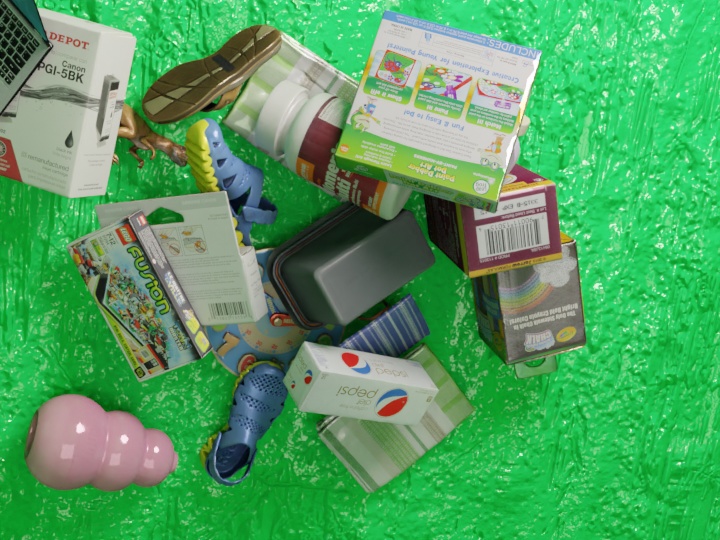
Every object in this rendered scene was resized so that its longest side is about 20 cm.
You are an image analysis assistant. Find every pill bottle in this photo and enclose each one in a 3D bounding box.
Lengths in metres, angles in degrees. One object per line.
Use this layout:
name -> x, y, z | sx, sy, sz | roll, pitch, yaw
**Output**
pill bottle -> -0.025, -0.153, 1.313 | 0.199, 0.110, 0.110 | 27, 99, 11

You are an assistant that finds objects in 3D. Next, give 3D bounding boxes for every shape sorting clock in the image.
shape sorting clock -> -0.116, 0.065, 1.447 | 0.198, 0.039, 0.202 | -3, 105, -11

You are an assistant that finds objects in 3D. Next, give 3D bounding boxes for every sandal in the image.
sandal -> -0.164, -0.112, 1.351 | 0.086, 0.080, 0.201 | -26, 134, -12
sandal -> -0.180, -0.238, 1.331 | 0.199, 0.080, 0.054 | -35, 144, -11
sandal -> -0.155, 0.218, 1.445 | 0.079, 0.087, 0.201 | 21, 106, -16

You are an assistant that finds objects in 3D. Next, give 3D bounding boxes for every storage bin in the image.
storage bin -> 0.000, 0.000, 1.378 | 0.199, 0.134, 0.146 | -33, 106, -16

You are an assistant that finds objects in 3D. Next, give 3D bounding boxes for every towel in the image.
towel -> 0.001, 0.113, 1.448 | 0.199, 0.145, 0.024 | -36, 64, -2
towel -> 0.050, 0.212, 1.515 | 0.199, 0.031, 0.150 | -38, 117, -1
towel -> -0.063, -0.200, 1.392 | 0.199, 0.031, 0.150 | 31, 96, -17

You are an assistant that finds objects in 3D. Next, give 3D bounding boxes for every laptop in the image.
laptop -> -0.449, -0.301, 1.181 | 0.200, 0.116, 0.187 | -45, 80, 18

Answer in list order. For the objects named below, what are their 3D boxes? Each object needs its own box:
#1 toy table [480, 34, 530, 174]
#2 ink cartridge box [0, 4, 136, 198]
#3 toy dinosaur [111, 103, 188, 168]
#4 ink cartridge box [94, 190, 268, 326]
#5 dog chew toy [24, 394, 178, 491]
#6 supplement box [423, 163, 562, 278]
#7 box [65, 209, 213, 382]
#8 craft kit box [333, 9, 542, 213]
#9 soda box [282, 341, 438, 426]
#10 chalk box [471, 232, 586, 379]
toy table -> 0.121, -0.200, 1.352 | 0.199, 0.117, 0.184 | 35, 128, 3
ink cartridge box -> -0.369, -0.204, 1.270 | 0.145, 0.083, 0.202 | 17, 102, 15
toy dinosaur -> -0.307, -0.193, 1.339 | 0.200, 0.060, 0.107 | 47, 64, -23
ink cartridge box -> -0.231, -0.014, 1.353 | 0.198, 0.044, 0.175 | -4, 107, 21
dog chew toy -> -0.341, 0.239, 1.408 | 0.198, 0.125, 0.126 | 16, 101, -23
supplement box -> 0.169, -0.074, 1.383 | 0.130, 0.200, 0.104 | -12, 107, -8
box -> -0.282, 0.034, 1.347 | 0.109, 0.035, 0.201 | -21, 102, 25
craft kit box -> 0.093, -0.188, 1.238 | 0.198, 0.049, 0.199 | 17, 73, 8
soda box -> 0.002, 0.151, 1.388 | 0.199, 0.064, 0.068 | 14, 116, -35
chalk box -> 0.233, 0.050, 1.473 | 0.123, 0.124, 0.202 | -12, 108, -10
